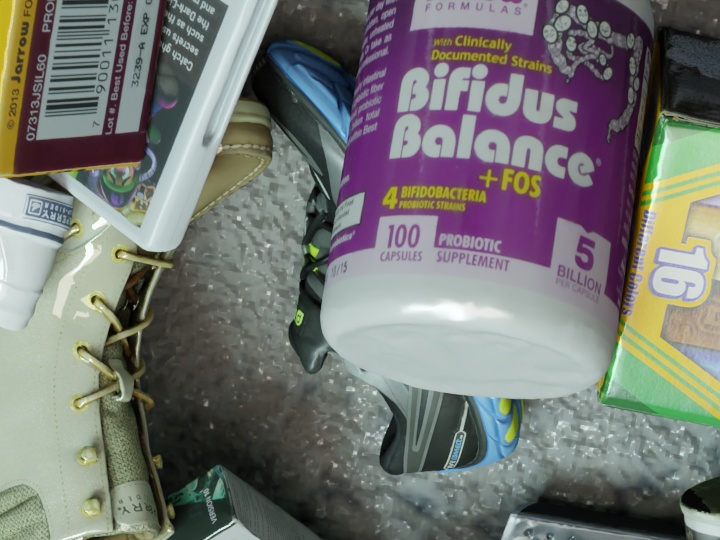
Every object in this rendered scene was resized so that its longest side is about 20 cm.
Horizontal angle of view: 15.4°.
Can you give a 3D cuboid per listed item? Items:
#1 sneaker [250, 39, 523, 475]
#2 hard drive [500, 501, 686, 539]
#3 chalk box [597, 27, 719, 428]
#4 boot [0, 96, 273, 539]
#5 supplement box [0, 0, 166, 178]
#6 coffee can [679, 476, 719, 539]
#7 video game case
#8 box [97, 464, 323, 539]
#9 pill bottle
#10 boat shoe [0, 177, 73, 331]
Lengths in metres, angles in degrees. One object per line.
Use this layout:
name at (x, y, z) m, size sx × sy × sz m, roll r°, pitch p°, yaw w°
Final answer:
sneaker at (0.000, 0.000, 1.101) m, size 0.082 × 0.071 × 0.200 m, roll -21°, pitch 108°, yaw 11°
hard drive at (0.110, 0.199, 1.182) m, size 0.134 × 0.042 × 0.201 m, roll 9°, pitch 111°, yaw 1°
chalk box at (0.202, -0.004, 1.055) m, size 0.199 × 0.125 × 0.124 m, roll 12°, pitch 111°, yaw 1°
boot at (-0.099, 0.031, 1.072) m, size 0.200 × 0.072 × 0.155 m, roll -29°, pitch 66°, yaw 27°
supplement box at (-0.172, -0.115, 1.008) m, size 0.199 × 0.085 × 0.111 m, roll 21°, pitch 107°, yaw 33°
coffee can at (0.210, 0.182, 1.065) m, size 0.146 × 0.146 × 0.201 m, roll -6°, pitch 94°, yaw 7°
video game case at (-0.110, -0.135, 1.029) m, size 0.200 × 0.023 × 0.182 m, roll 36°, pitch 114°, yaw 29°
box at (-0.097, 0.173, 1.156) m, size 0.200 × 0.036 × 0.144 m, roll -33°, pitch 138°, yaw 14°
pill bottle at (0.052, -0.061, 1.013) m, size 0.112 × 0.112 × 0.201 m, roll 8°, pitch 73°, yaw 2°
boat shoe at (-0.205, -0.024, 1.068) m, size 0.199 × 0.073 × 0.066 m, roll 16°, pitch 90°, yaw 35°
